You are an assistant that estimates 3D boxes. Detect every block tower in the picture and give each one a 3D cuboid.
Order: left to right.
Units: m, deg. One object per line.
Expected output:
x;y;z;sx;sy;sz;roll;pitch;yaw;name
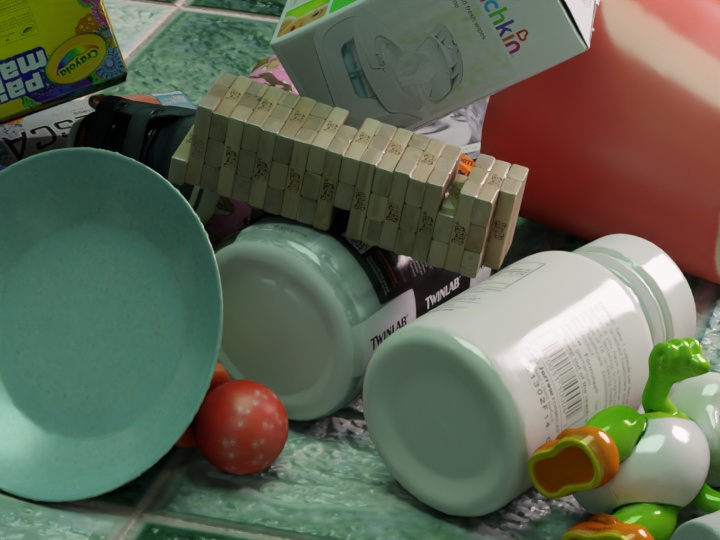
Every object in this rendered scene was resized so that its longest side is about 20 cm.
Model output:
-0.007;-0.056;1.631;0.199;0.058;0.054;17;31;8;block tower

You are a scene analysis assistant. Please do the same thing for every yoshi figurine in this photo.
0.192;0.098;1.557;0.112;0.113;0.200;37;38;26;yoshi figurine

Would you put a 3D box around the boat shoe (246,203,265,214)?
-0.029;-0.079;1.798;0.062;0.075;0.200;57;27;14;boat shoe

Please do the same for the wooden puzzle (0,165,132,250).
-0.184;-0.029;1.745;0.199;0.046;0.185;11;-8;23;wooden puzzle

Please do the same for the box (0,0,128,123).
-0.256;-0.142;1.740;0.199;0.122;0.193;-20;5;-3;box

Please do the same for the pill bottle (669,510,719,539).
0.260;0.146;1.440;0.199;0.113;0.113;-12;29;-25;pill bottle

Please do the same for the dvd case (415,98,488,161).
0.069;-0.122;2.085;0.148;0.016;0.200;-12;30;-26;dvd case

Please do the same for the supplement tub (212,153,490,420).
0.000;0.000;1.714;0.122;0.123;0.200;17;30;29;supplement tub

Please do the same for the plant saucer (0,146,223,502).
-0.160;0.032;1.603;0.200;0.202;0.039;15;-2;25;plant saucer

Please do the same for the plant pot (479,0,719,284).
0.206;-0.090;1.852;0.177;0.201;0.200;32;38;29;plant pot

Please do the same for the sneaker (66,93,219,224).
-0.139;-0.070;1.788;0.079;0.079;0.200;14;-3;-17;sneaker

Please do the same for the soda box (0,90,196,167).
-0.205;-0.073;1.909;0.199;0.069;0.064;-7;25;-19;soda box

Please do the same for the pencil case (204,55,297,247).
-0.061;-0.076;1.910;0.086;0.083;0.200;15;27;7;pencil case

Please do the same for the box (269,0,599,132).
0.055;-0.176;1.762;0.176;0.097;0.200;-24;22;20;box

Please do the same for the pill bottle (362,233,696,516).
0.103;0.053;1.620;0.114;0.115;0.200;20;32;33;pill bottle

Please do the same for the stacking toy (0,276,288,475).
-0.124;0.060;1.642;0.200;0.086;0.085;23;33;30;stacking toy
